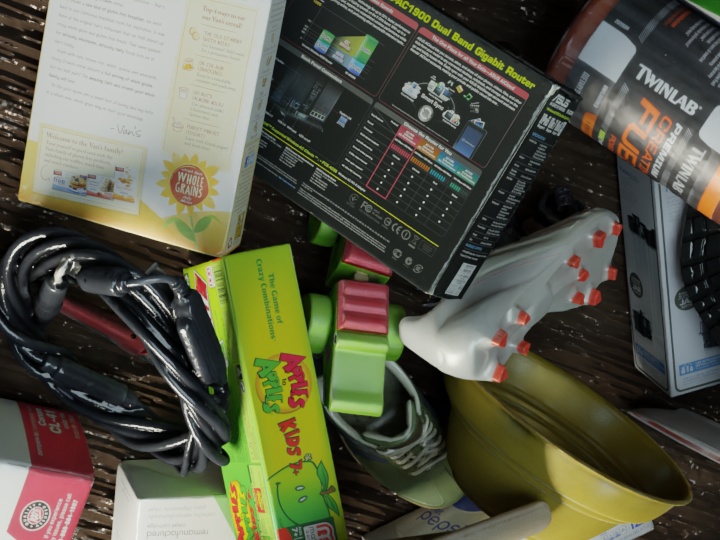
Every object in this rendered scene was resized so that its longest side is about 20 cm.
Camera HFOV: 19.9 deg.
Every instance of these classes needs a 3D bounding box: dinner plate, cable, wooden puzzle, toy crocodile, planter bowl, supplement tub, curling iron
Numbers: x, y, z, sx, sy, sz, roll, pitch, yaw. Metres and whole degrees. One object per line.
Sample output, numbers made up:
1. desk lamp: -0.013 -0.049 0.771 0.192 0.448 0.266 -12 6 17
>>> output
1. dinner plate: 0.281 0.137 1.458 0.200 0.200 0.024 27 87 -26
2. cable: -0.156 0.060 1.305 0.051 0.162 0.201 -60 146 -37
3. wooden puzzle: 0.002 0.204 1.320 0.185 0.200 0.047 -11 83 -47
4. toy crocodile: 0.000 0.000 1.338 0.067 0.062 0.201 12 62 -13
5. planter bowl: 0.121 0.129 1.399 0.200 0.201 0.084 26 105 -26
6. supplement tub: 0.222 -0.101 1.333 0.200 0.107 0.107 35 97 13
7. curling iron: -0.143 0.039 1.365 0.200 0.026 0.050 37 105 -26

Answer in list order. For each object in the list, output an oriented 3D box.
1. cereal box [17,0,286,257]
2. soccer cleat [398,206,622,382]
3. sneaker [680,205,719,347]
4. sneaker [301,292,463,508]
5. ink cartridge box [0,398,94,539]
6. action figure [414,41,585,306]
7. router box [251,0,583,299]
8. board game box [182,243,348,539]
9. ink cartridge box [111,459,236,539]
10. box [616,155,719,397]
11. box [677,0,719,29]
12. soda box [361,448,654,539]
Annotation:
1. cereal box: -0.127 -0.123 1.267 0.143 0.040 0.201 17 107 13
2. soccer cleat: 0.104 0.006 1.351 0.200 0.077 0.070 -37 138 -44
3. sneaker: 0.284 0.024 1.429 0.075 0.087 0.201 -16 100 33
4. sneaker: 0.018 0.107 1.412 0.067 0.090 0.200 -40 117 -1
5. ink cartridge box: -0.289 0.151 1.314 0.199 0.086 0.148 15 115 -23
6. action figure: 0.086 -0.049 1.390 0.130 0.069 0.201 -27 122 -28
7. router box: 0.016 -0.097 1.285 0.150 0.200 0.062 -59 158 9
8. board game box: -0.062 0.089 1.330 0.047 0.102 0.201 -11 89 -20
9. ink cartridge box: -0.114 0.234 1.426 0.116 0.067 0.201 -1 109 -20
10. box: 0.249 -0.023 1.462 0.116 0.060 0.201 -13 113 -14
11. box: 0.294 -0.176 1.343 0.176 0.200 0.097 30 98 -27
12. soda box: 0.107 0.189 1.489 0.199 0.063 0.069 -25 117 -9
